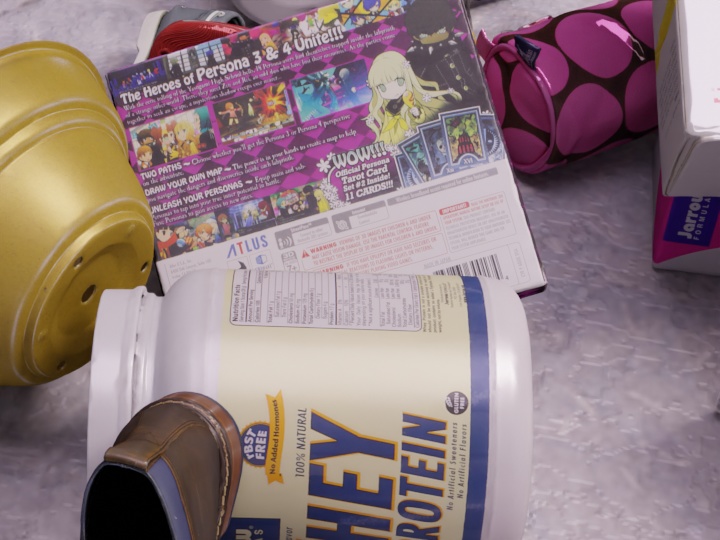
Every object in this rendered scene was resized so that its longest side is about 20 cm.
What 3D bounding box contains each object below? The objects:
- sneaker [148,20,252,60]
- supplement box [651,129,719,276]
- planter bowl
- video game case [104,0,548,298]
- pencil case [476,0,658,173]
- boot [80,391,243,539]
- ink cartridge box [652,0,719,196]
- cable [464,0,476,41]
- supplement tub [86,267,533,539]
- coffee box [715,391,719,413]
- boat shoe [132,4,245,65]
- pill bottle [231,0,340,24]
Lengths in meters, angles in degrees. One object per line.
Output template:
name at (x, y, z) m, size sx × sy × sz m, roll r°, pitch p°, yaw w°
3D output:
sneaker at (-0.029, -0.102, 0.990) m, size 0.199 × 0.079 × 0.116 m, roll 26°, pitch 20°, yaw -10°
supplement box at (0.277, -0.057, 0.966) m, size 0.199 × 0.101 × 0.104 m, roll 8°, pitch 48°, yaw 4°
planter bowl at (-0.161, -0.006, 0.818) m, size 0.083 × 0.201 × 0.200 m, roll 30°, pitch 52°, yaw 19°
video game case at (-0.020, -0.048, 0.887) m, size 0.199 × 0.036 × 0.182 m, roll -17°, pitch 81°, yaw 3°
pencil case at (0.172, -0.134, 1.038) m, size 0.199 × 0.091 × 0.094 m, roll -19°, pitch 64°, yaw -25°
boot at (-0.094, 0.154, 0.675) m, size 0.074 × 0.201 × 0.097 m, roll 4°, pitch 2°, yaw 10°
ink cartridge box at (0.232, -0.142, 0.886) m, size 0.145 × 0.083 × 0.201 m, roll 1°, pitch 69°, yaw 1°
cable at (0.057, -0.170, 1.113) m, size 0.097 × 0.050 × 0.200 m, roll 6°, pitch 32°, yaw 25°
supplement tub at (-0.025, 0.072, 0.791) m, size 0.199 × 0.145 × 0.145 m, roll 1°, pitch 47°, yaw -3°
coffee box at (0.328, 0.050, 0.801) m, size 0.199 × 0.200 × 0.198 m, roll -15°, pitch 51°, yaw -18°
boat shoe at (-0.103, -0.094, 0.986) m, size 0.062 × 0.073 × 0.200 m, roll -8°, pitch 41°, yaw 8°
pill bottle at (-0.052, -0.268, 1.130) m, size 0.114 × 0.115 × 0.200 m, roll -5°, pitch 48°, yaw -9°
